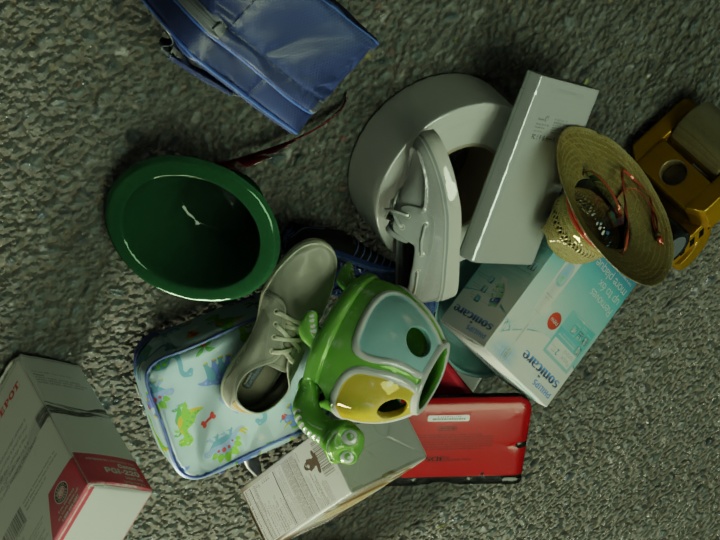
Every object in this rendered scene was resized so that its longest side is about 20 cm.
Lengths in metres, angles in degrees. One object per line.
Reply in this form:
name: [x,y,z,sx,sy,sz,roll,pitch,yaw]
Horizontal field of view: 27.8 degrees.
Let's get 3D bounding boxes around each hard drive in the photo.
hard drive: [0.177,-0.104,1.515,0.132,0.026,0.201,1,113,-55]

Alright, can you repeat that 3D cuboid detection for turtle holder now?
turtle holder: [0.008,0.091,1.447,0.185,0.131,0.142,-41,151,-58]

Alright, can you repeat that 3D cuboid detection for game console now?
game console: [0.086,0.197,1.727,0.199,0.119,0.173,0,117,-10]

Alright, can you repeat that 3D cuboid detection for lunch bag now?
lunch bag: [-0.133,0.122,1.544,0.199,0.082,0.161,-24,112,-15]
lunch bag: [-0.101,-0.219,1.287,0.132,0.136,0.200,-49,134,9]

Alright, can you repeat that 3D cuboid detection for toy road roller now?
toy road roller: [0.376,-0.086,1.713,0.200,0.123,0.146,-44,150,5]

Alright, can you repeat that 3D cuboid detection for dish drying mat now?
dish drying mat: [0.083,0.123,1.684,0.200,0.076,0.018,50,50,-46]

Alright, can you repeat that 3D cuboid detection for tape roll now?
tape roll: [0.090,-0.104,1.546,0.202,0.071,0.203,-18,131,-21]

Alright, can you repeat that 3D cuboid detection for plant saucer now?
plant saucer: [0.156,0.025,1.688,0.199,0.036,0.201,-16,119,-32]

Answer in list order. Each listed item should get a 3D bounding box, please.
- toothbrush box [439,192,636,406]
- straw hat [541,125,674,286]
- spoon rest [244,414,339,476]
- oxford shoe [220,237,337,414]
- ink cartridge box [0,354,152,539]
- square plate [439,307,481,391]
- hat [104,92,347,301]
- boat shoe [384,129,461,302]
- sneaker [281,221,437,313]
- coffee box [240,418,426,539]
toothbrush box: [0.208,0.029,1.650,0.200,0.085,0.146,-51,131,-6]
straw hat: [0.240,-0.050,1.532,0.201,0.202,0.085,20,140,-41]
spoon rest: [-0.064,0.156,1.641,0.200,0.100,0.061,-39,138,15]
oxford shoe: [-0.076,0.062,1.466,0.075,0.058,0.201,24,100,-27]
ink cartridge box: [-0.306,0.202,1.439,0.085,0.200,0.146,14,115,-45]
square plate: [0.062,0.121,1.732,0.199,0.028,0.199,11,117,-38]
hat: [-0.134,-0.083,1.457,0.199,0.176,0.166,12,127,5]
boat shoe: [0.058,-0.049,1.475,0.068,0.072,0.201,-15,135,-14]
sneaker: [0.000,0.000,1.561,0.200,0.078,0.070,25,112,-41]
coffee box: [-0.033,0.225,1.610,0.114,0.080,0.200,-18,165,-38]
